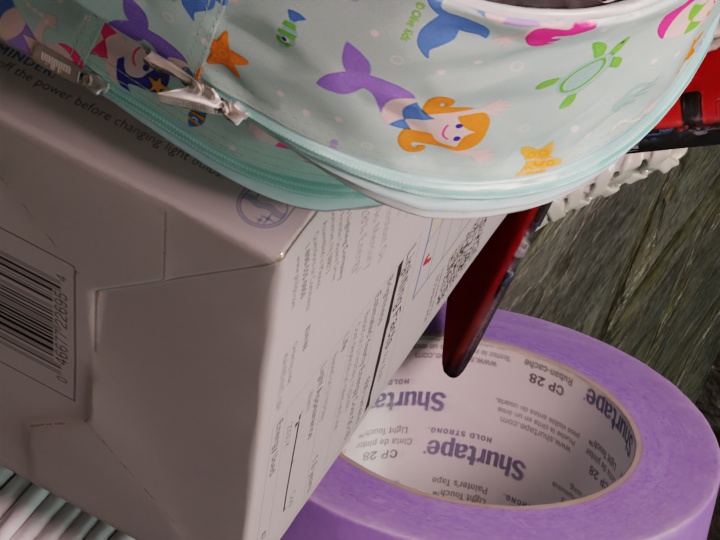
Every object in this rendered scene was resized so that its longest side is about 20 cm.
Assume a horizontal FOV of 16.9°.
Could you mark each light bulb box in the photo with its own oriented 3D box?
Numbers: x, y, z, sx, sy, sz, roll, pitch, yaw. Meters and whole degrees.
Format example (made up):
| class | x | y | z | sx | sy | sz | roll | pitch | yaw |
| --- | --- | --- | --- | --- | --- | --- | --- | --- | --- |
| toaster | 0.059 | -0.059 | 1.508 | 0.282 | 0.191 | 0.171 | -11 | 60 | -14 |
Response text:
| class | x | y | z | sx | sy | sz | roll | pitch | yaw |
| --- | --- | --- | --- | --- | --- | --- | --- | --- | --- |
| light bulb box | -0.033 | -0.039 | 0.791 | 0.200 | 0.125 | 0.198 | -54 | 165 | -34 |

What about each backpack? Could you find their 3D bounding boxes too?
| class | x | y | z | sx | sy | sz | roll | pitch | yaw |
| --- | --- | --- | --- | --- | --- | --- | --- | --- | --- |
| backpack | 0.004 | -0.106 | 0.627 | 0.178 | 0.200 | 0.151 | -51 | 164 | -40 |

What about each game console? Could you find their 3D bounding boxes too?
| class | x | y | z | sx | sy | sz | roll | pitch | yaw |
| --- | --- | --- | --- | --- | --- | --- | --- | --- | --- |
| game console | 0.114 | -0.061 | 0.993 | 0.200 | 0.172 | 0.119 | -82 | 164 | -56 |

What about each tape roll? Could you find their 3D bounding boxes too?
| class | x | y | z | sx | sy | sz | roll | pitch | yaw |
| --- | --- | --- | --- | --- | --- | --- | --- | --- | --- |
| tape roll | 0.037 | 0.093 | 0.956 | 0.200 | 0.200 | 0.085 | -40 | 143 | -58 |

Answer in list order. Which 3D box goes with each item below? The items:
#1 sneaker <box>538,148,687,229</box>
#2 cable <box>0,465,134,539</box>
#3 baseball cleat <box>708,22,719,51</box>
| class | x | y | z | sx | sy | sz | roll | pitch | yaw |
| --- | --- | --- | --- | --- | --- | --- | --- | --- | --- |
| sneaker | 0.110 | -0.067 | 1.152 | 0.200 | 0.081 | 0.077 | -52 | 169 | -1 |
| cable | -0.132 | 0.149 | 0.930 | 0.200 | 0.069 | 0.200 | -64 | 167 | 12 |
| baseball cleat | 0.117 | -0.132 | 0.947 | 0.200 | 0.106 | 0.070 | -49 | 156 | -45 |
